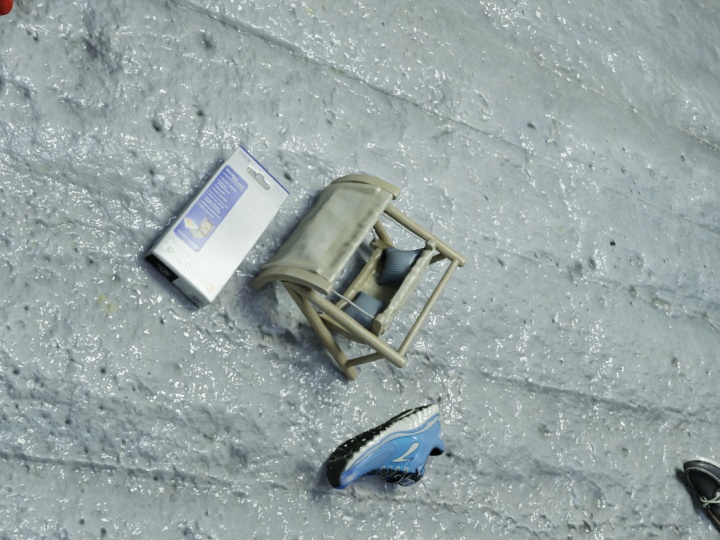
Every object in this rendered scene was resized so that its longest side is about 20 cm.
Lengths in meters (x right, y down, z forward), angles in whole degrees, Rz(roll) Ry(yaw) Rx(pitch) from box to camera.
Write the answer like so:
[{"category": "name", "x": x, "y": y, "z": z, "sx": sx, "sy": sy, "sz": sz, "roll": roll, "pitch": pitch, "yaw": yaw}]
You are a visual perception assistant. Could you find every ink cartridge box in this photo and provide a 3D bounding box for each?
[{"category": "ink cartridge box", "x": -0.175, "y": -0.058, "z": 1.119, "sx": 0.095, "sy": 0.037, "sz": 0.201, "roll": 44, "pitch": 57, "yaw": -17}]

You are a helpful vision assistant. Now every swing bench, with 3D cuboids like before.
[{"category": "swing bench", "x": 0.000, "y": 0.000, "z": 1.174, "sx": 0.200, "sy": 0.129, "sz": 0.199, "roll": 46, "pitch": 54, "yaw": -16}]

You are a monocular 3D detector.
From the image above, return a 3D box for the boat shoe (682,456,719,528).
[{"category": "boat shoe", "x": 0.627, "y": 0.402, "z": 1.565, "sx": 0.200, "sy": 0.074, "sz": 0.061, "roll": 48, "pitch": 48, "yaw": -26}]

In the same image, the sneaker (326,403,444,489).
[{"category": "sneaker", "x": 0.043, "y": 0.244, "z": 1.162, "sx": 0.199, "sy": 0.078, "sz": 0.090, "roll": -18, "pitch": 84, "yaw": -40}]

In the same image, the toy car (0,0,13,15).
[{"category": "toy car", "x": -0.425, "y": -0.355, "z": 0.964, "sx": 0.199, "sy": 0.175, "sz": 0.151, "roll": -1, "pitch": 113, "yaw": -38}]
